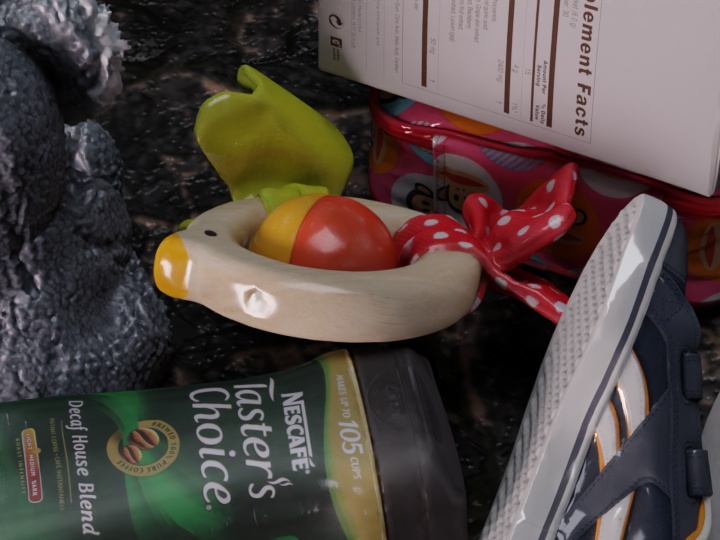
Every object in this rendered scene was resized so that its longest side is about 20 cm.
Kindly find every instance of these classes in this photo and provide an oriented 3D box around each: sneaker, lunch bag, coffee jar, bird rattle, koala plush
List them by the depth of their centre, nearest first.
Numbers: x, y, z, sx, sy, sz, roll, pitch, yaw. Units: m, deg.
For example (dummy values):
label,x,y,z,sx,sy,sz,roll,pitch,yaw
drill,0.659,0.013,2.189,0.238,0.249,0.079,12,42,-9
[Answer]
label,x,y,z,sx,sy,sz,roll,pitch,yaw
sneaker,0.106,0.072,1.042,0.079,0.078,0.201,23,80,-7
coffee jar,-0.057,0.093,1.056,0.199,0.086,0.104,-9,44,-6
koala plush,-0.166,-0.032,1.110,0.177,0.200,0.184,-22,47,-18
bird rattle,0.000,0.000,1.117,0.199,0.113,0.163,24,27,21
lunch bag,0.117,-0.077,1.230,0.199,0.082,0.176,16,43,18

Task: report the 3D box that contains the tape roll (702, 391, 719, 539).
label,x,y,z,sx,sy,sz,roll,pitch,yaw
tape roll,0.220,0.078,1.006,0.202,0.037,0.203,-27,46,32

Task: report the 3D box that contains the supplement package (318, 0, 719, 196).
label,x,y,z,sx,sy,sz,roll,pitch,yaw
supplement package,0.095,-0.139,1.146,0.199,0.120,0.121,19,43,20
